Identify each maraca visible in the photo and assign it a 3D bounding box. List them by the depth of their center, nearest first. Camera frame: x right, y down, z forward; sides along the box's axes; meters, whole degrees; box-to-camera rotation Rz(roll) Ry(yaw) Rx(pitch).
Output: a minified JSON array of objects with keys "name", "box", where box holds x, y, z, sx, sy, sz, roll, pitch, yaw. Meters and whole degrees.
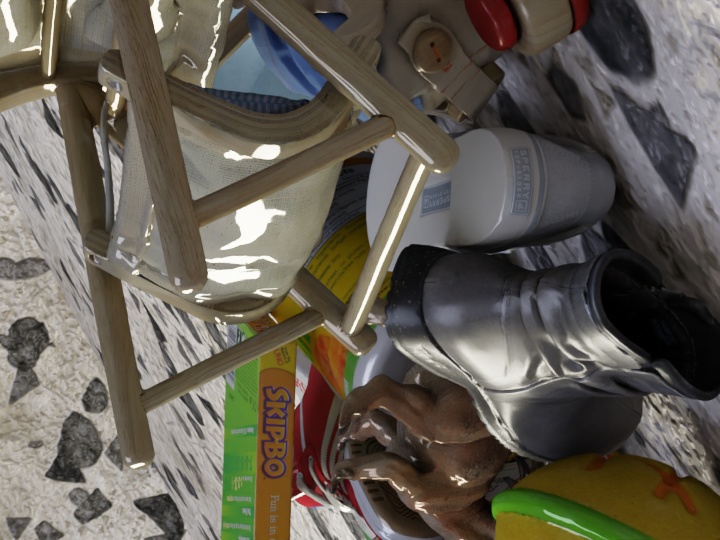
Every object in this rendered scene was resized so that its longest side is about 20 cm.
[{"name":"maraca","box":[0.149,0.157,1.011,0.199,0.108,0.137,33,168,-13]}]

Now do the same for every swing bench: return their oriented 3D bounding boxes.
[{"name":"swing bench","box":[-0.079,-0.059,0.871,0.201,0.129,0.199,58,159,16]}]

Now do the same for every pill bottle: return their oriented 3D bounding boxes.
[{"name":"pill bottle","box":[0.000,0.000,1.208,0.200,0.111,0.112,47,162,43]}]

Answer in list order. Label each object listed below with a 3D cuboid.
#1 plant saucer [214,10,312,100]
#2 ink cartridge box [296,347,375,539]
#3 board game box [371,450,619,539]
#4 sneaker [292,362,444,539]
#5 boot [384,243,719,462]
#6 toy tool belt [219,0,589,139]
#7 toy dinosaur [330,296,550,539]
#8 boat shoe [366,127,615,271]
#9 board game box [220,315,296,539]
[{"name":"plant saucer","box":[-0.050,-0.081,1.171,0.038,0.202,0.201,17,-170,-31]},{"name":"ink cartridge box","box":[0.037,0.130,1.416,0.146,0.084,0.201,32,150,62]},{"name":"board game box","box":[0.050,0.166,1.190,0.046,0.200,0.151,53,167,-8]},{"name":"sneaker","box":[0.000,0.124,1.227,0.200,0.071,0.113,-109,36,-56]},{"name":"boot","box":[0.112,0.046,0.963,0.131,0.070,0.200,2,164,38]},{"name":"toy tool belt","box":[0.005,-0.106,0.930,0.126,0.122,0.200,64,166,-22]},{"name":"toy dinosaur","box":[0.056,0.077,1.063,0.086,0.134,0.201,-81,-1,-49]},{"name":"boat shoe","box":[0.058,-0.037,1.011,0.200,0.068,0.073,161,112,-69]},{"name":"board game box","box":[-0.060,0.129,1.202,0.096,0.030,0.202,-145,59,-73]}]
